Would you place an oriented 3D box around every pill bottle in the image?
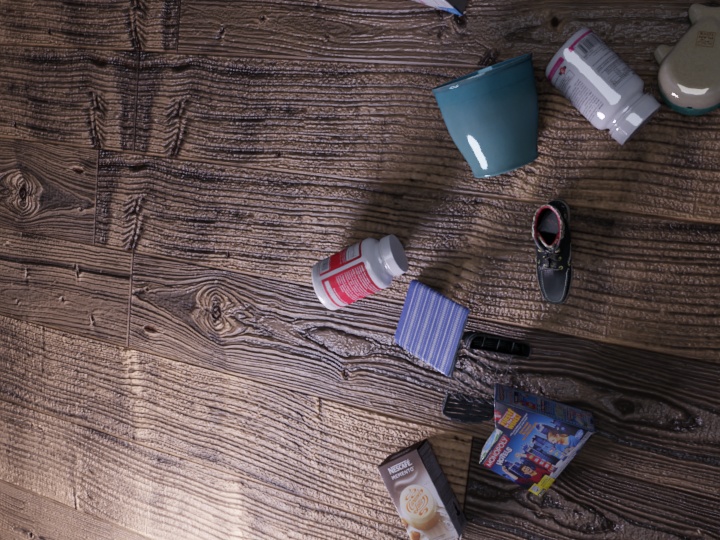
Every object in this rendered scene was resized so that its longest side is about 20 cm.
[{"bbox_3d":[0.446,-0.336,1.277,0.113,0.113,0.201,-45,77,20],"label":"pill bottle"},{"bbox_3d":[0.000,0.000,1.505,0.197,0.112,0.115,-24,86,24],"label":"pill bottle"}]

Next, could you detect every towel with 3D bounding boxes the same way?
[{"bbox_3d":[0.147,0.116,1.448,0.199,0.023,0.149,30,108,53],"label":"towel"}]

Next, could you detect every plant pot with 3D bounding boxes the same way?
[{"bbox_3d":[0.258,-0.289,1.332,0.196,0.200,0.192,-14,105,24],"label":"plant pot"}]

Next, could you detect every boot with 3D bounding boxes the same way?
[{"bbox_3d":[0.361,-0.031,1.320,0.072,0.153,0.210,2,96,23],"label":"boot"}]

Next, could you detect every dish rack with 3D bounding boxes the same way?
[{"bbox_3d":[0.249,0.223,1.407,0.150,0.055,0.205,11,103,-23],"label":"dish rack"}]

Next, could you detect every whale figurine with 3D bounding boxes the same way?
[{"bbox_3d":[0.601,-0.370,1.229,0.155,0.104,0.205,12,75,21],"label":"whale figurine"}]

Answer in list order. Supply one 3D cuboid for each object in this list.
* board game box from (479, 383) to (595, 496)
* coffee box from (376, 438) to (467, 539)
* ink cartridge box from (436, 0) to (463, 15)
[{"bbox_3d":[0.329,0.325,1.389,0.197,0.062,0.203,29,119,0],"label":"board game box"},{"bbox_3d":[0.134,0.490,1.510,0.113,0.079,0.203,-30,83,22],"label":"coffee box"},{"bbox_3d":[0.113,-0.589,1.381,0.197,0.144,0.087,26,106,19],"label":"ink cartridge box"}]
